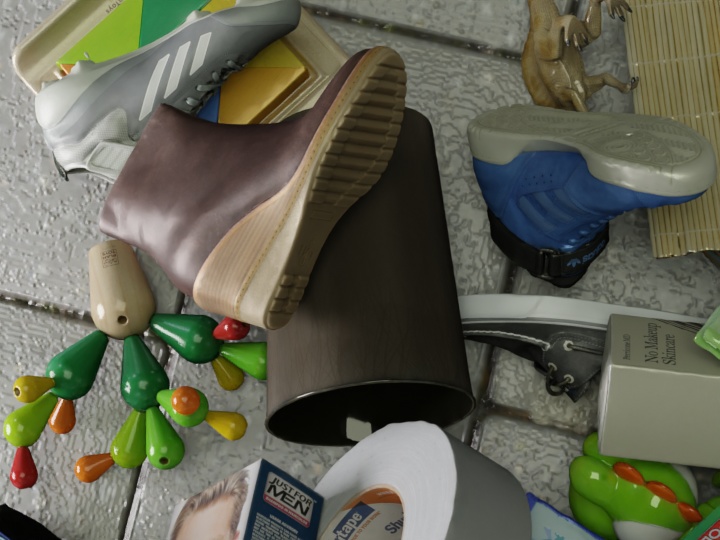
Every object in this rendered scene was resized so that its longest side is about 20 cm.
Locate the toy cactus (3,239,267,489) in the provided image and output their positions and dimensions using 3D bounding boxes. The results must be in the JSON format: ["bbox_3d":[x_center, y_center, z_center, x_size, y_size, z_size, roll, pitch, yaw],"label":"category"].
[{"bbox_3d":[-0.161,0.058,1.268,0.199,0.102,0.166,-20,71,10],"label":"toy cactus"}]

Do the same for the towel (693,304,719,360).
[{"bbox_3d":[0.320,0.014,1.144,0.149,0.031,0.200,33,59,20],"label":"towel"}]

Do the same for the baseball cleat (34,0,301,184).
[{"bbox_3d":[-0.122,-0.118,1.265,0.199,0.070,0.107,-21,84,12],"label":"baseball cleat"}]

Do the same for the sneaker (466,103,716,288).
[{"bbox_3d":[0.156,-0.042,1.215,0.077,0.200,0.112,-30,119,-37],"label":"sneaker"}]

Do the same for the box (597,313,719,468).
[{"bbox_3d":[0.253,0.082,1.174,0.199,0.082,0.069,6,114,4],"label":"box"}]

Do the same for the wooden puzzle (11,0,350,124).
[{"bbox_3d":[-0.123,-0.141,1.312,0.185,0.037,0.200,-42,82,-2],"label":"wooden puzzle"}]

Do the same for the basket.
[{"bbox_3d":[0.000,0.000,1.228,0.135,0.180,0.201,0,73,-13],"label":"basket"}]

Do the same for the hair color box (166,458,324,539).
[{"bbox_3d":[-0.090,0.230,1.177,0.060,0.100,0.201,36,44,-26],"label":"hair color box"}]

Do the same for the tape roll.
[{"bbox_3d":[0.018,0.197,1.171,0.066,0.200,0.201,33,85,-24],"label":"tape roll"}]

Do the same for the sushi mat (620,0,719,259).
[{"bbox_3d":[0.231,-0.106,1.233,0.095,0.012,0.201,-9,71,13],"label":"sushi mat"}]

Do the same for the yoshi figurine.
[{"bbox_3d":[0.217,0.177,1.228,0.200,0.113,0.112,38,127,-6],"label":"yoshi figurine"}]

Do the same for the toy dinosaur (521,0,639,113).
[{"bbox_3d":[0.137,-0.156,1.268,0.058,0.101,0.201,-11,83,-28],"label":"toy dinosaur"}]

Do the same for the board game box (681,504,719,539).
[{"bbox_3d":[0.260,0.207,1.133,0.134,0.200,0.029,-38,38,-16],"label":"board game box"}]

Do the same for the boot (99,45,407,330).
[{"bbox_3d":[-0.074,-0.077,1.173,0.166,0.072,0.201,32,96,33],"label":"boot"}]

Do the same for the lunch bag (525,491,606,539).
[{"bbox_3d":[0.126,0.270,1.192,0.170,0.127,0.200,32,96,7],"label":"lunch bag"}]

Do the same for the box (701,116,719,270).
[{"bbox_3d":[0.305,-0.024,1.251,0.117,0.060,0.200,-42,82,-1],"label":"box"}]

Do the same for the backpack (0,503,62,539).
[{"bbox_3d":[-0.220,0.275,1.216,0.200,0.135,0.183,34,87,5],"label":"backpack"}]

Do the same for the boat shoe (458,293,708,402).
[{"bbox_3d":[0.155,0.058,1.252,0.199,0.070,0.067,8,81,-2],"label":"boat shoe"}]
